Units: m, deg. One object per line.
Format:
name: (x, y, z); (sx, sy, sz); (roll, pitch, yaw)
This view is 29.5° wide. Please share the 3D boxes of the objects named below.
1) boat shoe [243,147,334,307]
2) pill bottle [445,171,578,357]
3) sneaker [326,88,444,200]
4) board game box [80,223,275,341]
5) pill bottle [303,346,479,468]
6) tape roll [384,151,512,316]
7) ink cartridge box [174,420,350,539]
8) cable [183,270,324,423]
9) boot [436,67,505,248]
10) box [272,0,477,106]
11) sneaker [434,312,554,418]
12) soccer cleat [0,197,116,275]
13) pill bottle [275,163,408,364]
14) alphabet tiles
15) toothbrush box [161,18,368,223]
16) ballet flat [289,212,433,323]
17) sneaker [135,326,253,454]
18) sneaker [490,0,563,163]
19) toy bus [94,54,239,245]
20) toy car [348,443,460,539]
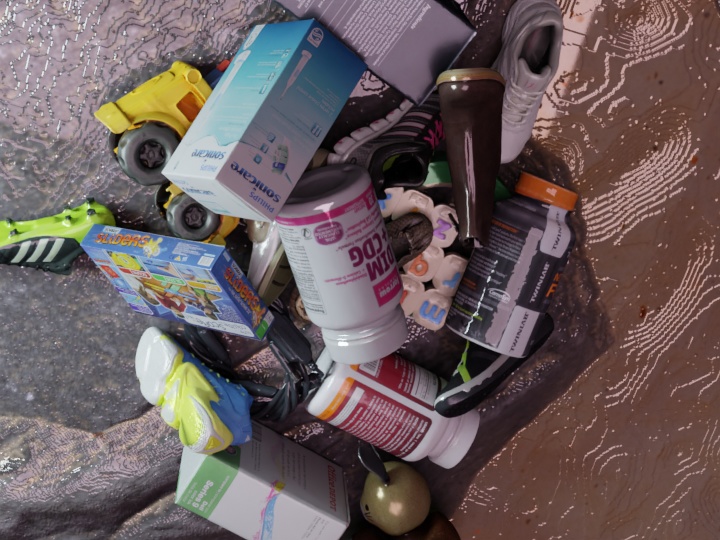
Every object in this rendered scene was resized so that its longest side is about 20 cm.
boat shoe: (-0.096, -0.055, 1.570); (0.068, 0.075, 0.201); (25, 97, 15)
pill bottle: (0.180, -0.010, 1.568); (0.106, 0.106, 0.201); (20, 97, -11)
sneaker: (0.063, -0.142, 1.550); (0.200, 0.087, 0.074); (-32, 146, -21)
board game box: (-0.209, 0.013, 1.559); (0.199, 0.035, 0.136); (10, 148, 33)
pill bottle: (0.040, 0.164, 1.678); (0.200, 0.113, 0.113); (28, 106, -13)
tape roll: (0.094, -0.041, 1.641); (0.200, 0.048, 0.201); (-1, 111, -4)
ink cartridge box: (-0.120, 0.266, 1.688); (0.200, 0.145, 0.088); (28, 107, -13)
cable: (-0.140, 0.089, 1.651); (0.200, 0.051, 0.163); (47, 132, 2)
boot: (0.123, -0.117, 1.459); (0.072, 0.200, 0.167); (-3, 80, 8)
box: (0.011, -0.292, 1.489); (0.200, 0.149, 0.107); (34, 105, -14)
sneaker: (0.147, 0.098, 1.657); (0.200, 0.072, 0.083); (-37, 73, -26)
soccer cleat: (-0.384, -0.026, 1.608); (0.199, 0.068, 0.081); (-12, 123, 0)
pill bottle: (-0.018, -0.006, 1.502); (0.113, 0.113, 0.201); (-17, 113, 3)
alphabet tiles: (0.027, -0.010, 1.613); (0.200, 0.015, 0.196); (26, 109, -8)
toothbrush box: (-0.103, -0.159, 1.443); (0.085, 0.146, 0.200); (38, 76, -28)
ballet flat: (0.000, 0.000, 1.585); (0.200, 0.046, 0.067); (-32, 105, 13)
sneaker: (-0.195, 0.148, 1.643); (0.105, 0.200, 0.076); (11, 123, -42)
sneaker: (0.180, -0.212, 1.555); (0.078, 0.099, 0.201); (10, 109, -8)
toy bus: (-0.175, -0.145, 1.553); (0.192, 0.136, 0.200); (-38, 111, -7)
toy car: (0.029, 0.300, 1.711); (0.157, 0.164, 0.201); (-19, 101, 3)
